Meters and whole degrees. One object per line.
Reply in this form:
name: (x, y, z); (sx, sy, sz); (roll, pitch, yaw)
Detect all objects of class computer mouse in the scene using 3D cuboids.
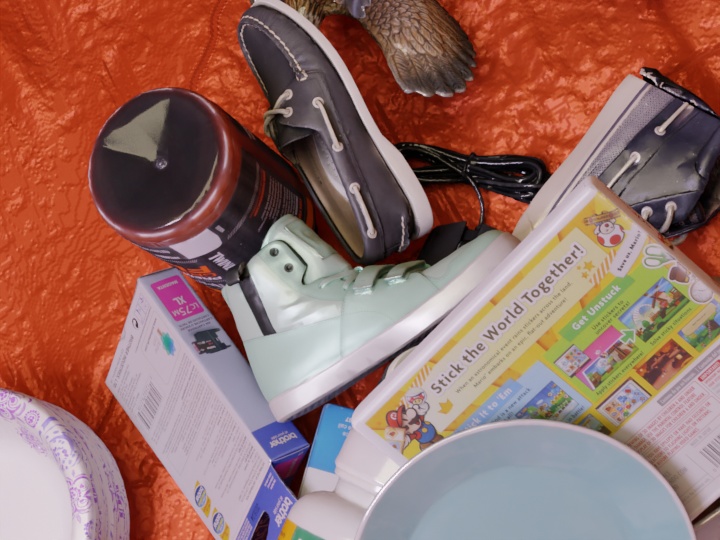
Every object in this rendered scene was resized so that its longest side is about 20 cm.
computer mouse: (0.044, 0.000, 1.265); (0.140, 0.046, 0.201); (15, 82, 22)

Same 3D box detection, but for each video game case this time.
video game case: (0.126, 0.074, 1.012); (0.182, 0.023, 0.200); (40, 113, -11)

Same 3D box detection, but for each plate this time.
plate: (0.091, 0.173, 1.022); (0.199, 0.026, 0.201); (0, 108, -1)

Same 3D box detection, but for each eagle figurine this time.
eagle figurine: (-0.015, -0.203, 1.290); (0.199, 0.151, 0.152); (10, 111, 41)

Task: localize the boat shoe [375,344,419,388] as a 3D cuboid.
boat shoe: (0.097, 0.065, 1.193); (0.199, 0.066, 0.075); (-18, 84, -25)

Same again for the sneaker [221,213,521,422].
sneaker: (0.000, 0.000, 1.174); (0.200, 0.074, 0.119); (-32, 82, 15)

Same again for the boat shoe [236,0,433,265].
boat shoe: (-0.030, -0.094, 1.237); (0.060, 0.074, 0.201); (-32, 87, -26)

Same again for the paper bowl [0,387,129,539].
paper bowl: (-0.257, 0.189, 1.296); (0.200, 0.104, 0.202); (-5, 75, 18)

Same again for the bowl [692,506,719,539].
bowl: (0.269, 0.216, 1.055); (0.199, 0.075, 0.200); (-36, 82, 10)

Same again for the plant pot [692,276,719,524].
plant pot: (0.215, 0.081, 1.121); (0.200, 0.200, 0.135); (-32, 34, 10)

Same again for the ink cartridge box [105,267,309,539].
ink cartridge box: (-0.101, 0.109, 1.259); (0.200, 0.042, 0.120); (53, 141, 25)

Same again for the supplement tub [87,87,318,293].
supplement tub: (-0.096, -0.044, 1.244); (0.106, 0.200, 0.108); (-6, 73, 20)

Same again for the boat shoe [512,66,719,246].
boat shoe: (0.174, -0.035, 1.210); (0.093, 0.075, 0.201); (32, 88, 32)

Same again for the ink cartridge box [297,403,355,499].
ink cartridge box: (0.026, 0.204, 1.197); (0.146, 0.086, 0.201); (13, 83, 23)

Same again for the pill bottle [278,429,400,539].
pill bottle: (-0.007, 0.204, 1.094); (0.112, 0.113, 0.201); (23, 85, 24)
